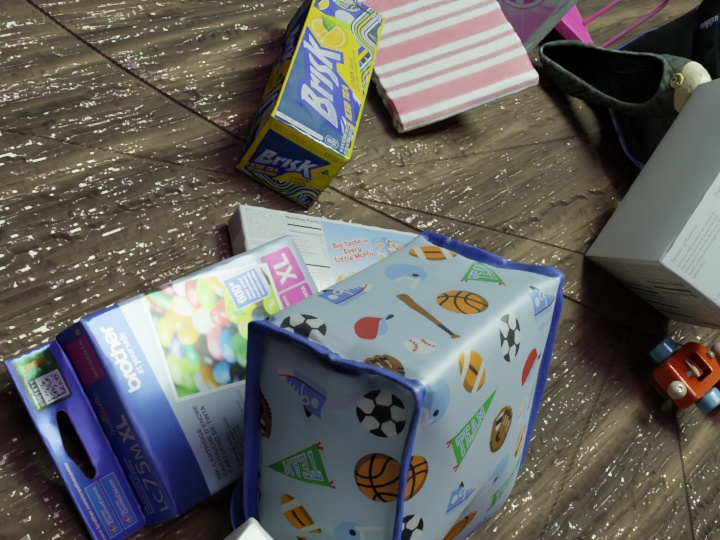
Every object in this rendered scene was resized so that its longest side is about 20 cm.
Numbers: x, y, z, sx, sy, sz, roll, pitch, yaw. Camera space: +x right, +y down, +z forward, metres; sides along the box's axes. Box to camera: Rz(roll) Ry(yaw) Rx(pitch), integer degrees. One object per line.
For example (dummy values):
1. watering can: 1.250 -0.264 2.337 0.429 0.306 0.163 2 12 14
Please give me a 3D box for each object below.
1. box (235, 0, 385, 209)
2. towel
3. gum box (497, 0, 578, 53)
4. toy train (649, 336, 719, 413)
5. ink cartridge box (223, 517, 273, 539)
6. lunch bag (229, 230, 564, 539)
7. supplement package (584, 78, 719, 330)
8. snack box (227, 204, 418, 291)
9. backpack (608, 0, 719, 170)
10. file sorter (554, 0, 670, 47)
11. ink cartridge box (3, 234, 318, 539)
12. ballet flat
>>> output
1. box: -0.036 -0.147 0.785 0.070 0.064 0.200 28 45 -16
2. towel: 0.060 -0.228 0.907 0.146 0.030 0.201 -21 71 -13
3. gum box: 0.180 -0.318 0.988 0.114 0.200 0.066 50 42 6
4. toy train: 0.334 0.132 0.852 0.200 0.056 0.150 48 43 10
5. ink cartridge box: -0.074 0.234 0.381 0.145 0.147 0.200 43 42 0
6. lunch bag: 0.019 0.099 0.548 0.124 0.201 0.170 20 31 32
7. supplement package: 0.319 -0.061 0.852 0.111 0.156 0.200 35 87 -9
8. snack box: 0.000 0.000 0.721 0.199 0.024 0.072 8 53 -33
9. backpack: 0.358 -0.173 1.034 0.154 0.200 0.191 33 44 -31
10. file sorter: 0.254 -0.373 1.121 0.139 0.125 0.201 26 41 -46
11. ink cartridge box: -0.091 0.063 0.571 0.200 0.042 0.120 -26 89 -44
12. ballet flat: 0.264 -0.197 0.997 0.057 0.067 0.200 21 1 -43
